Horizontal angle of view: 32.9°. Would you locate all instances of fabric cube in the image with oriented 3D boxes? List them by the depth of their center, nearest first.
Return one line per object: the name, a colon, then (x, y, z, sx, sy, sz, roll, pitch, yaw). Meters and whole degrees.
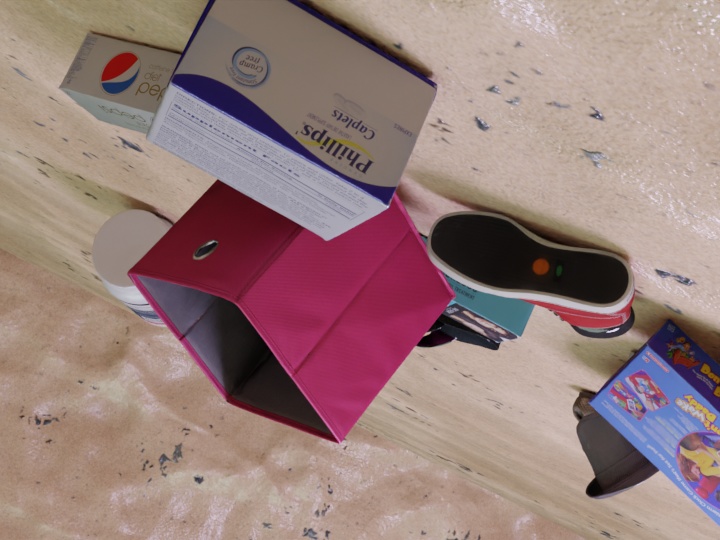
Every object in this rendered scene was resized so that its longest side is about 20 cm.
fabric cube: (-0.065, 0.013, 1.194, 0.195, 0.200, 0.201, 12, 143, 49)

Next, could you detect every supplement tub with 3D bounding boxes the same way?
supplement tub: (-0.324, -0.003, 1.897, 0.139, 0.142, 0.200, 22, 167, 16)

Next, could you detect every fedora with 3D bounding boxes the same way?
fedora: (0.317, 0.184, 1.425, 0.091, 0.176, 0.200, 53, 177, 8)

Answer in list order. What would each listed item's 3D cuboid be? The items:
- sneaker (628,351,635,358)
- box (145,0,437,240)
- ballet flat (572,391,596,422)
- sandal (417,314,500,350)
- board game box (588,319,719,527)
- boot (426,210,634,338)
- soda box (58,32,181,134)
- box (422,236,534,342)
sneaker: (0.357, 0.149, 1.290, 0.074, 0.089, 0.199, 36, 163, -35)
box: (-0.060, -0.122, 0.959, 0.183, 0.106, 0.200, 28, 168, -11)
ballet flat: (0.368, 0.211, 1.611, 0.198, 0.047, 0.067, 18, 166, 33)
sandal: (0.092, 0.078, 1.611, 0.199, 0.048, 0.075, 15, 164, 40)
board game box: (0.338, 0.160, 1.208, 0.200, 0.045, 0.135, 44, 147, 10)
boot: (0.162, 0.012, 1.158, 0.198, 0.073, 0.144, 18, 167, 18)
soda box: (-0.183, -0.163, 1.137, 0.198, 0.064, 0.068, 19, 167, 32)
box: (0.088, 0.011, 1.343, 0.198, 0.050, 0.082, 28, 168, -8)
